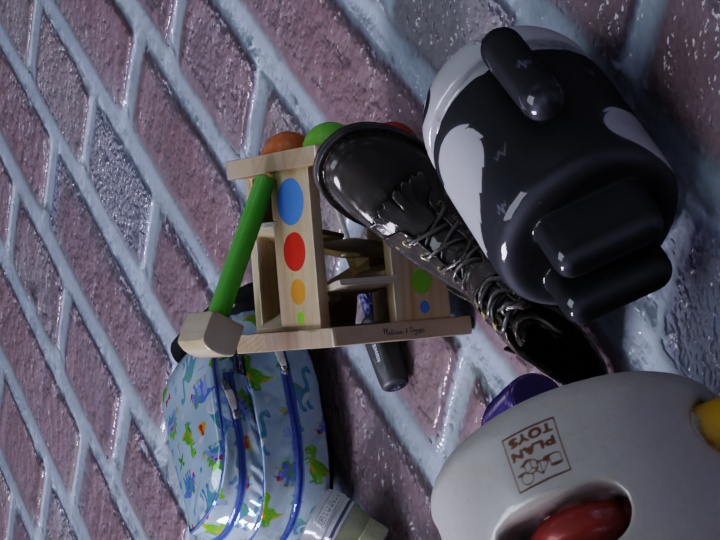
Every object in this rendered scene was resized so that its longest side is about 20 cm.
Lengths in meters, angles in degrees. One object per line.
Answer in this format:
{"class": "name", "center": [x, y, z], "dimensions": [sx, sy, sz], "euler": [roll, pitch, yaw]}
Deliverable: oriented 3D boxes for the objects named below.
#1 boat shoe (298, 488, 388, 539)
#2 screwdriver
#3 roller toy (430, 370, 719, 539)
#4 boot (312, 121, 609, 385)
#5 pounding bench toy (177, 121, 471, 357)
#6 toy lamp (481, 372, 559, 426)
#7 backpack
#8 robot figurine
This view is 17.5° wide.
{"class": "boat shoe", "center": [-0.025, 0.243, 1.844], "dimensions": [0.062, 0.072, 0.200], "euler": [30, 150, 8]}
{"class": "screwdriver", "center": [0.000, 0.000, 1.787], "dimensions": [0.029, 0.028, 0.202], "euler": [128, 130, -57]}
{"class": "roller toy", "center": [0.138, 0.146, 1.322], "dimensions": [0.200, 0.181, 0.141], "euler": [118, 141, -50]}
{"class": "boot", "center": [0.070, -0.007, 1.484], "dimensions": [0.069, 0.199, 0.174], "euler": [-51, 30, 8]}
{"class": "pounding bench toy", "center": [-0.040, -0.023, 1.648], "dimensions": [0.124, 0.199, 0.158], "euler": [-6, 89, 54]}
{"class": "toy lamp", "center": [0.098, 0.131, 1.516], "dimensions": [0.201, 0.058, 0.059], "euler": [99, 155, -56]}
{"class": "backpack", "center": [-0.090, 0.128, 1.906], "dimensions": [0.163, 0.153, 0.201], "euler": [-41, 70, 53]}
{"class": "robot figurine", "center": [0.113, -0.060, 1.413], "dimensions": [0.151, 0.124, 0.201], "euler": [-62, 38, 31]}
